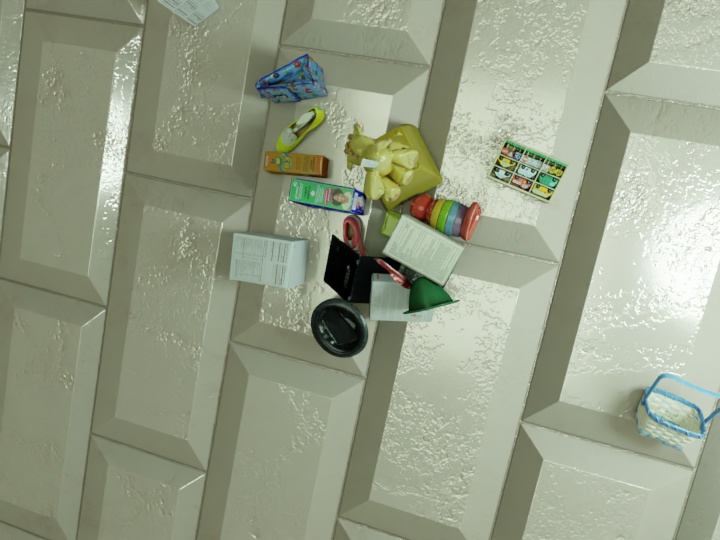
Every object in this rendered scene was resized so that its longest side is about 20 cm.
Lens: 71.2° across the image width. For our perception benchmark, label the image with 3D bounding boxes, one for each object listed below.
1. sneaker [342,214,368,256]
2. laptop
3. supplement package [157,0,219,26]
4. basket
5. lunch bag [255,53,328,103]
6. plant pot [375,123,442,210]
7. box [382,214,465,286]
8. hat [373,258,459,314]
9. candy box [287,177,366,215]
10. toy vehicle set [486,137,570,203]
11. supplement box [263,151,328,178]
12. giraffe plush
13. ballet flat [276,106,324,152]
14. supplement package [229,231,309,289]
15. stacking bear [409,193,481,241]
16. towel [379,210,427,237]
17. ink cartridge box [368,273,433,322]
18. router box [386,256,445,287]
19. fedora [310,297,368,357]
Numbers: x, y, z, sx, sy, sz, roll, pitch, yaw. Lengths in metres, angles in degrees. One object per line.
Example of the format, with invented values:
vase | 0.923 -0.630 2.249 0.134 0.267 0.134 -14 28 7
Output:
sneaker | -0.025 -0.074 1.581 0.074 0.087 0.200 -11 95 14
laptop | 0.000 0.000 1.576 0.200 0.116 0.187 39 133 30
supplement package | -0.566 -0.895 1.573 0.111 0.200 0.156 -29 88 14
basket | 0.861 0.381 1.382 0.176 0.139 0.200 25 131 9
lunch bag | -0.221 -0.573 1.548 0.200 0.151 0.094 -12 93 14
plant pot | 0.103 -0.315 1.477 0.200 0.176 0.200 -27 84 13
box | 0.184 -0.062 1.451 0.200 0.109 0.128 30 103 9
hat | 0.178 0.026 1.451 0.166 0.200 0.176 -17 84 34
candy box | -0.098 -0.223 1.543 0.200 0.169 0.077 10 94 12
toy vehicle set | 0.488 -0.292 1.474 0.200 0.027 0.124 25 100 10
supplement box | -0.207 -0.339 1.611 0.200 0.069 0.067 7 94 14
giraffe plush | 0.029 -0.296 1.338 0.173 0.200 0.162 -54 50 13
ballet flat | -0.201 -0.449 1.598 0.200 0.067 0.067 -37 87 14
supplement package | -0.289 -0.037 1.613 0.200 0.152 0.151 9 97 12
stacking bear | 0.244 -0.169 1.506 0.200 0.121 0.114 21 91 20
towel | 0.164 -0.119 1.570 0.200 0.018 0.086 22 99 11
ink cartridge box | 0.129 0.085 1.553 0.200 0.050 0.162 1 129 -3
router box | 0.186 -0.028 1.545 0.200 0.052 0.157 28 109 9
fedora | -0.058 0.173 1.606 0.200 0.092 0.201 4 107 12
